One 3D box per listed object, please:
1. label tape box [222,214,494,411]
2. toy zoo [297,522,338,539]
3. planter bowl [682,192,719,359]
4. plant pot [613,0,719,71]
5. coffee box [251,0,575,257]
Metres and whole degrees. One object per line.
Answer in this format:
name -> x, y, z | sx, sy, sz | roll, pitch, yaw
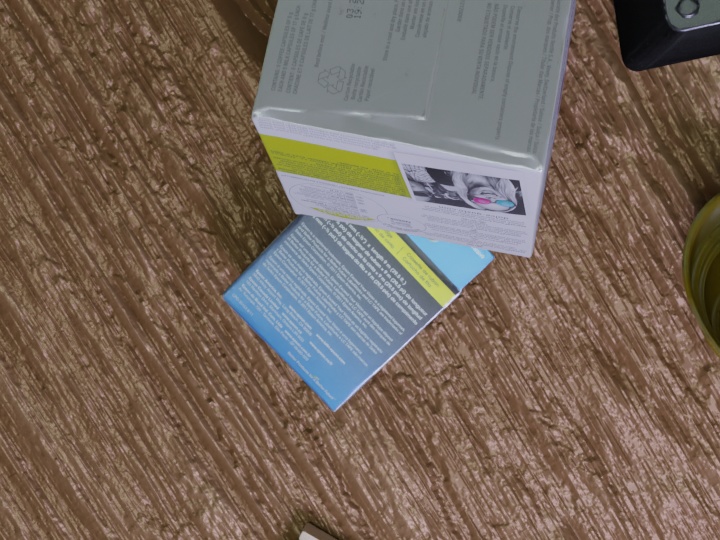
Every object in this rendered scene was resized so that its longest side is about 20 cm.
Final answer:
label tape box -> 0.000, 0.000, 1.018 | 0.143, 0.066, 0.200 | 45, 105, -2
toy zoo -> -0.041, 0.357, 1.134 | 0.130, 0.020, 0.201 | 30, 108, 3
planter bowl -> 0.335, 0.033, 0.920 | 0.198, 0.202, 0.084 | 21, 151, 6
plant pot -> 0.270, -0.253, 0.839 | 0.197, 0.177, 0.202 | -9, 101, 15
coffee box -> 0.050, -0.147, 0.868 | 0.197, 0.198, 0.202 | 10, 75, 9
